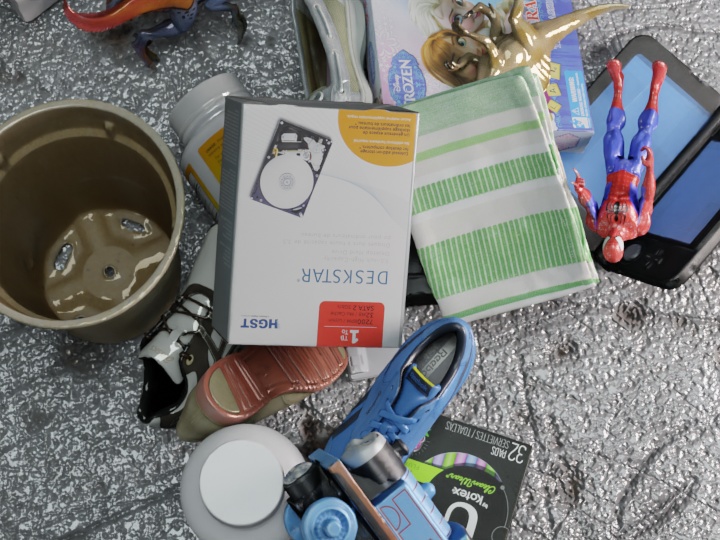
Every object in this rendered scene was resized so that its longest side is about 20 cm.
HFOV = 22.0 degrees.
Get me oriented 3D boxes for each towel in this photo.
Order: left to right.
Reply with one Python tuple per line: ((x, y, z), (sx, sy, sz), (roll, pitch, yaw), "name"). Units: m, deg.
((0.110, -0.062, 1.606), (0.152, 0.023, 0.201), (-17, 99, 16), "towel")

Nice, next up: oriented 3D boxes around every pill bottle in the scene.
((-0.094, 0.192, 1.566), (0.110, 0.200, 0.112), (0, 76, 0), "pill bottle")
((-0.089, -0.078, 1.677), (0.109, 0.109, 0.201), (-34, 75, -8), "pill bottle")

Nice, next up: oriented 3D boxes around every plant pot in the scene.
((-0.237, -0.023, 1.623), (0.199, 0.184, 0.202), (-1, 74, 4), "plant pot")

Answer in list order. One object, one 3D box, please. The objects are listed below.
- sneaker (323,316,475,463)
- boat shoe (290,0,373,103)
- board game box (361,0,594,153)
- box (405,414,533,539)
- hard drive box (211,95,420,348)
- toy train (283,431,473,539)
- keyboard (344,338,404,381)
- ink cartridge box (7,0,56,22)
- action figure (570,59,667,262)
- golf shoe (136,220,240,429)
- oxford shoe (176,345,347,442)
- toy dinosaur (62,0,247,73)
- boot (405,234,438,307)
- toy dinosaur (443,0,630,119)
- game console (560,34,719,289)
((0.025, 0.120, 1.520), (0.066, 0.078, 0.201), (35, 80, 6), "sneaker")
((-0.031, -0.167, 1.663), (0.064, 0.074, 0.203), (12, 60, -21), "boat shoe")
((0.103, -0.205, 1.702), (0.198, 0.041, 0.201), (0, 63, -13), "board game box")
((0.049, 0.231, 1.594), (0.147, 0.124, 0.201), (18, 77, 5), "box")
((-0.039, -0.041, 1.558), (0.155, 0.077, 0.202), (1, 100, -16), "hard drive box")
((0.024, 0.219, 1.470), (0.114, 0.087, 0.201), (-38, 100, -13), "toy train")
((0.000, 0.000, 1.712), (0.056, 0.011, 0.202), (-9, 77, -7), "keyboard")
((-0.348, -0.352, 1.729), (0.084, 0.145, 0.200), (-36, 79, -8), "ink cartridge box")
((0.230, -0.108, 1.630), (0.065, 0.099, 0.201), (3, 65, 16), "action figure")
((-0.141, 0.051, 1.614), (0.077, 0.094, 0.201), (23, 107, 27), "golf shoe")
((-0.089, 0.097, 1.626), (0.199, 0.074, 0.071), (-18, 71, -51), "oxford shoe")
((-0.142, -0.257, 1.710), (0.181, 0.200, 0.106), (-28, 93, 25), "toy dinosaur")
((0.097, -0.058, 1.689), (0.198, 0.076, 0.170), (-5, 78, 2), "boot")
((0.142, -0.206, 1.667), (0.200, 0.058, 0.101), (-40, 93, -21), "toy dinosaur")
((0.271, -0.103, 1.680), (0.200, 0.176, 0.116), (-48, 116, -10), "game console")
